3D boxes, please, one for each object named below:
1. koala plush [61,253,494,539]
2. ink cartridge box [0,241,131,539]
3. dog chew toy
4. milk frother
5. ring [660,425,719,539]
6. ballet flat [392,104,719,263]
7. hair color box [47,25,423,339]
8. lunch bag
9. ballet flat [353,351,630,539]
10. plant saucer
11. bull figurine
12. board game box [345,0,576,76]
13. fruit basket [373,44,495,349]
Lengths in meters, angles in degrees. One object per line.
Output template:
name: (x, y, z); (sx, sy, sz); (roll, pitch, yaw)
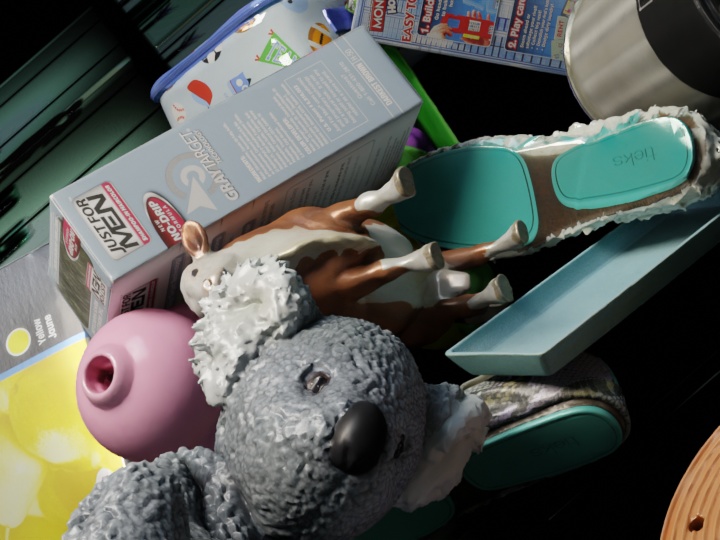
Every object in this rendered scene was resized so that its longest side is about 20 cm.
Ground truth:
koala plush: (-0.037, 0.103, 0.796); (0.200, 0.177, 0.184); (-64, 13, -23)
ink cartridge box: (-0.232, 0.109, 1.087); (0.200, 0.047, 0.198); (-27, 67, 12)
dog chew toy: (-0.073, 0.070, 0.948); (0.124, 0.200, 0.125); (-8, 75, 32)
milk frother: (0.242, -0.139, 0.948); (0.181, 0.200, 0.188); (-56, 5, -13)
ring: (0.214, 0.096, 0.735); (0.200, 0.019, 0.201); (-32, 27, 19)
ballet flat: (0.113, -0.044, 0.972); (0.200, 0.072, 0.072); (-7, 41, 34)
hair color box: (-0.069, -0.044, 0.955); (0.200, 0.061, 0.099); (-32, -15, -22)
lunch bag: (-0.044, -0.149, 1.282); (0.160, 0.076, 0.200); (-37, -10, 31)
ballet flat: (0.044, 0.092, 0.909); (0.200, 0.072, 0.072); (-24, 31, 18)
plant saucer: (0.132, 0.003, 0.913); (0.200, 0.019, 0.070); (-35, 19, -36)
bull figurine: (0.000, 0.000, 0.908); (0.121, 0.200, 0.065); (-19, 73, 31)
board game box: (0.073, -0.174, 1.139); (0.200, 0.199, 0.062); (-140, 59, -63)
fruit basket: (-0.007, -0.024, 1.074); (0.215, 0.156, 0.216); (-32, 18, 11)
